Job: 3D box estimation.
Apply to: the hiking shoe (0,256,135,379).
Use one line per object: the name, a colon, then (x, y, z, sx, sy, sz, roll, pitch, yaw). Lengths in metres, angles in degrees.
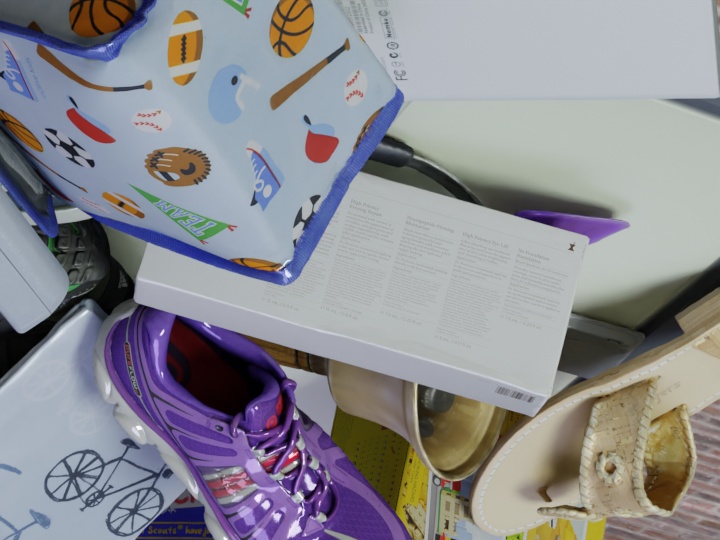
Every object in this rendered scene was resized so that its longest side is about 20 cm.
hiking shoe: (-0.198, 0.039, 1.356, 0.199, 0.076, 0.101, -15, 140, 31)

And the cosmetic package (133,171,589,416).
cosmetic package: (0.000, 0.000, 1.216, 0.199, 0.083, 0.051, 17, 165, -1)

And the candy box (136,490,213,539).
candy box: (-0.118, 0.221, 1.527, 0.168, 0.201, 0.077, -1, 151, 15)

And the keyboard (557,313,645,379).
keyboard: (0.048, 0.021, 1.348, 0.199, 0.011, 0.056, 16, 154, -15)

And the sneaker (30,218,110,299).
sneaker: (-0.213, -0.013, 1.279, 0.199, 0.078, 0.085, 5, 151, 20)

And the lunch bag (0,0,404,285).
lunch bag: (-0.113, -0.094, 1.056, 0.199, 0.124, 0.170, 19, 157, 36)

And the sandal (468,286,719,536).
sandal: (0.144, 0.088, 1.297, 0.211, 0.070, 0.078, -39, 134, 17)

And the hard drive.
hard drive: (0.050, -0.117, 1.094, 0.199, 0.026, 0.132, 0, 149, 11)

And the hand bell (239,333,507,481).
hand bell: (-0.032, 0.042, 1.328, 0.199, 0.105, 0.104, 7, 153, 30)

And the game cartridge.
game cartridge: (-0.199, -0.064, 1.103, 0.040, 0.200, 0.134, -37, 145, -9)

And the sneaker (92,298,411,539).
sneaker: (-0.049, 0.091, 1.272, 0.200, 0.081, 0.083, 43, 152, -12)

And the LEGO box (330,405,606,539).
LEGO box: (0.049, 0.163, 1.392, 0.149, 0.201, 0.077, 28, 151, -32)

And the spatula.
spatula: (0.034, -0.043, 1.227, 0.199, 0.021, 0.056, 23, 155, -23)

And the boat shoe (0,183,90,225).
boat shoe: (-0.207, -0.049, 1.211, 0.199, 0.075, 0.062, -3, 150, 13)

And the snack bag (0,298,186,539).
snack bag: (-0.169, 0.110, 1.351, 0.200, 0.021, 0.189, -44, 144, 3)
